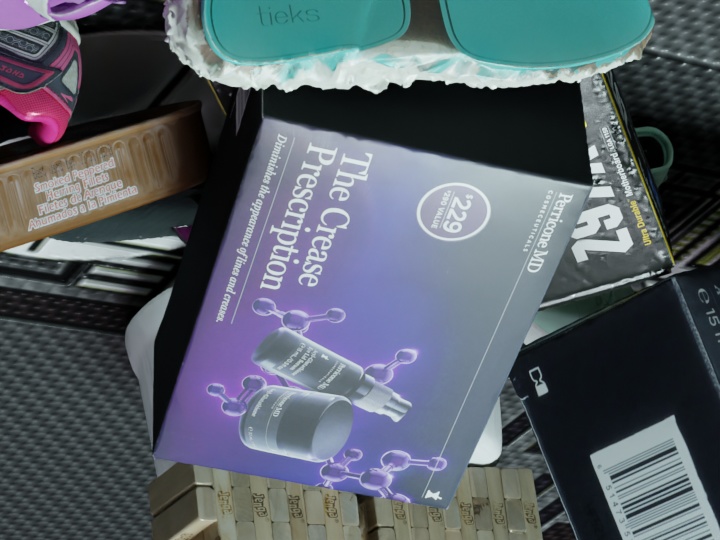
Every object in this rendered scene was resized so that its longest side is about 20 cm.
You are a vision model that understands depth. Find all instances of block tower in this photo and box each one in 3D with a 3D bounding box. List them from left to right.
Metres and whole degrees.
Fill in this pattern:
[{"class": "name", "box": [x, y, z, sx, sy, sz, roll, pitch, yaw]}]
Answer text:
[{"class": "block tower", "box": [-0.005, 0.128, 1.234, 0.199, 0.054, 0.058, 5, 155, -29]}]

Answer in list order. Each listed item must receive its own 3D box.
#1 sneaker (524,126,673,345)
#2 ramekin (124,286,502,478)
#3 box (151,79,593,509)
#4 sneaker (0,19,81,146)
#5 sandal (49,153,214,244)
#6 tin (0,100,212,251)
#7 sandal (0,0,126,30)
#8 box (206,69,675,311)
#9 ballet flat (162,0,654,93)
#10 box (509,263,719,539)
[{"class": "sneaker", "box": [0.122, -0.014, 1.224, 0.118, 0.074, 0.200, -32, 152, 20]}, {"class": "ramekin", "box": [-0.020, 0.068, 1.284, 0.200, 0.098, 0.201, -7, 158, -3]}, {"class": "box", "box": [0.000, 0.000, 1.044, 0.141, 0.079, 0.200, 9, 132, -13]}, {"class": "sneaker", "box": [-0.212, -0.070, 1.017, 0.199, 0.075, 0.081, -17, 151, 15]}, {"class": "sandal", "box": [-0.055, -0.024, 1.174, 0.200, 0.048, 0.075, -5, 154, -13]}, {"class": "tin", "box": [-0.150, -0.033, 1.042, 0.200, 0.042, 0.112, -21, -174, -40]}, {"class": "sandal", "box": [-0.095, -0.125, 0.897, 0.082, 0.050, 0.202, 18, 150, -35]}, {"class": "box", "box": [0.035, -0.059, 1.073, 0.159, 0.049, 0.200, -17, 131, 11]}, {"class": "ballet flat", "box": [0.015, -0.104, 0.956, 0.199, 0.072, 0.072, -2, 152, -21]}, {"class": "box", "box": [0.202, 0.098, 1.186, 0.200, 0.197, 0.117, -11, 166, -48]}]
